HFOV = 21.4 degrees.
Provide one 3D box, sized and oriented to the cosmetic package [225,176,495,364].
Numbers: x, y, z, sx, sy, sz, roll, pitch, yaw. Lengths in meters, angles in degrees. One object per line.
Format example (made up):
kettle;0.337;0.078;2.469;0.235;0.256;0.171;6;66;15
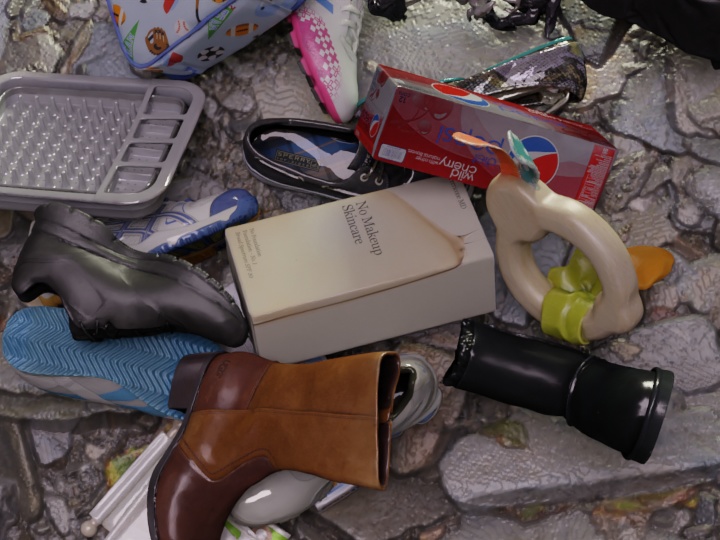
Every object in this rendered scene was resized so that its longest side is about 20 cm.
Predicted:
cosmetic package;0.000;0.000;1.533;0.199;0.073;0.104;-16;49;-7

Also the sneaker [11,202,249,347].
sneaker;-0.183;0.024;1.503;0.199;0.076;0.091;23;73;12

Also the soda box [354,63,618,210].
soda box;0.101;-0.104;1.533;0.199;0.070;0.064;15;106;-18

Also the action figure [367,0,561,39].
action figure;0.105;-0.256;1.603;0.198;0.102;0.120;0;69;7

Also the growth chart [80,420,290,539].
growth chart;-0.129;0.229;1.546;0.145;0.018;0.200;-40;76;-6

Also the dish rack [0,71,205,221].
dish rack;-0.237;-0.099;1.588;0.198;0.044;0.172;5;41;10

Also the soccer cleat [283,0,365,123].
soccer cleat;-0.025;-0.225;1.617;0.086;0.070;0.201;-21;72;4

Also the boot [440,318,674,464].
boot;0.149;0.086;1.468;0.161;0.198;0.074;19;89;0

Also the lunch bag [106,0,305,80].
lunch bag;-0.128;-0.266;1.600;0.199;0.075;0.161;-30;67;28

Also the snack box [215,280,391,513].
snack box;-0.056;0.095;1.569;0.072;0.024;0.201;-31;76;-4

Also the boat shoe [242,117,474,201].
boat shoe;-0.004;-0.092;1.589;0.199;0.066;0.070;14;78;9

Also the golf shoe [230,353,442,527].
golf shoe;-0.029;0.127;1.497;0.200;0.097;0.078;-37;79;-2

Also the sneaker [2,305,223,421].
sneaker;-0.191;0.077;1.560;0.199;0.081;0.077;16;76;-2

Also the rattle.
rattle;0.169;-0.055;1.492;0.142;0.130;0.201;-35;100;-19

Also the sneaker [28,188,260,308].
sneaker;-0.185;-0.039;1.588;0.199;0.075;0.089;-21;75;-1

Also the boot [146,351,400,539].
boot;-0.060;0.154;1.449;0.199;0.068;0.190;0;71;33

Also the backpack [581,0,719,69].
backpack;0.277;-0.289;1.567;0.166;0.127;0.201;28;61;-1

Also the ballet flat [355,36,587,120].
ballet flat;0.097;-0.137;1.587;0.199;0.072;0.073;-17;75;-3
